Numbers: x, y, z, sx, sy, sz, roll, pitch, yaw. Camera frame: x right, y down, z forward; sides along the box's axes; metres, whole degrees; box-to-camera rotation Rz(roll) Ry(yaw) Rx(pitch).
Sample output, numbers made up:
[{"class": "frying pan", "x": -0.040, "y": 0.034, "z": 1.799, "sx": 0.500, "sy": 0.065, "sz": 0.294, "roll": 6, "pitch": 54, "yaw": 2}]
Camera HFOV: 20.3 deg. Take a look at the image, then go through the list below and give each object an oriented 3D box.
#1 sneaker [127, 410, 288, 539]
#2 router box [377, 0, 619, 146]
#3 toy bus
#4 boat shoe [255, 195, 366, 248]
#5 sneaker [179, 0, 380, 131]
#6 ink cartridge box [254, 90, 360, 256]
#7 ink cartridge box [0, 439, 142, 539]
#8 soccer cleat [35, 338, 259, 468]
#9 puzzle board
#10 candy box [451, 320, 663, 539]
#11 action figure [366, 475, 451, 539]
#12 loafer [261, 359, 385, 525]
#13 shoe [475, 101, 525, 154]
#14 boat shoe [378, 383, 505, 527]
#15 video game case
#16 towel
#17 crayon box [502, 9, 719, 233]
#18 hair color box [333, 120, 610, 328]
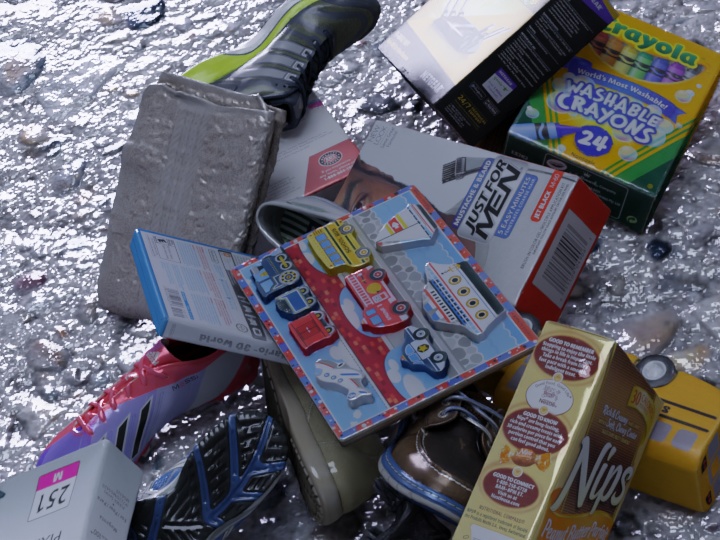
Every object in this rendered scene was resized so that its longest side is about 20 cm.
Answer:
[{"class": "sneaker", "x": -0.126, "y": 0.180, "z": 1.410, "sx": 0.200, "sy": 0.077, "sz": 0.076, "roll": -38, "pitch": 83, "yaw": -2}, {"class": "router box", "x": 0.107, "y": -0.194, "z": 1.637, "sx": 0.157, "sy": 0.052, "sz": 0.200, "roll": -42, "pitch": 23, "yaw": 3}, {"class": "toy bus", "x": 0.163, "y": 0.096, "z": 1.401, "sx": 0.199, "sy": 0.065, "sz": 0.078, "roll": 17, "pitch": 55, "yaw": 30}, {"class": "boat shoe", "x": 0.000, "y": 0.000, "z": 1.477, "sx": 0.200, "sy": 0.074, "sz": 0.067, "roll": 24, "pitch": 13, "yaw": 40}, {"class": "sneaker", "x": -0.059, "y": -0.157, "z": 1.632, "sx": 0.200, "sy": 0.074, "sz": 0.081, "roll": -37, "pitch": 55, "yaw": -11}, {"class": "ink cartridge box", "x": -0.078, "y": -0.096, "z": 1.667, "sx": 0.116, "sy": 0.068, "sz": 0.200, "roll": -26, "pitch": 46, "yaw": -10}, {"class": "ink cartridge box", "x": -0.249, "y": 0.221, "z": 1.364, "sx": 0.199, "sy": 0.044, "sz": 0.174, "roll": -23, "pitch": 37, "yaw": 30}, {"class": "soccer cleat", "x": -0.163, "y": 0.094, "z": 1.494, "sx": 0.200, "sy": 0.077, "sz": 0.067, "roll": -32, "pitch": 46, "yaw": -16}, {"class": "puzzle board", "x": 0.013, "y": 0.023, "z": 1.383, "sx": 0.150, "sy": 0.017, "sz": 0.200, "roll": -26, "pitch": 43, "yaw": -9}, {"class": "candy box", "x": 0.120, "y": 0.147, "z": 1.279, "sx": 0.055, "sy": 0.115, "sz": 0.201, "roll": 18, "pitch": 75, "yaw": 30}, {"class": "action figure", "x": -0.025, "y": 0.229, "z": 1.292, "sx": 0.102, "sy": 0.119, "sz": 0.200, "roll": 28, "pitch": 47, "yaw": 14}, {"class": "loafer", "x": -0.026, "y": 0.105, "z": 1.446, "sx": 0.068, "sy": 0.076, "sz": 0.200, "roll": -12, "pitch": 39, "yaw": -10}, {"class": "shoe", "x": 0.131, "y": -0.118, "z": 1.643, "sx": 0.070, "sy": 0.053, "sz": 0.200, "roll": 27, "pitch": 55, "yaw": -5}, {"class": "boat shoe", "x": 0.057, "y": 0.112, "z": 1.341, "sx": 0.073, "sy": 0.072, "sz": 0.200, "roll": -59, "pitch": 9, "yaw": 8}, {"class": "video game case", "x": -0.063, "y": 0.028, "z": 1.462, "sx": 0.199, "sy": 0.018, "sz": 0.143, "roll": 13, "pitch": 22, "yaw": -21}, {"class": "towel", "x": -0.134, "y": -0.049, "z": 1.575, "sx": 0.132, "sy": 0.201, "sz": 0.034, "roll": 17, "pitch": 8, "yaw": 32}, {"class": "crayon box", "x": 0.208, "y": -0.137, "z": 1.604, "sx": 0.125, "sy": 0.052, "sz": 0.200, "roll": 24, "pitch": 54, "yaw": 10}, {"class": "hair color box", "x": 0.075, "y": -0.035, "z": 1.523, "sx": 0.200, "sy": 0.064, "sz": 0.111, "roll": 18, "pitch": 76, "yaw": 40}]
